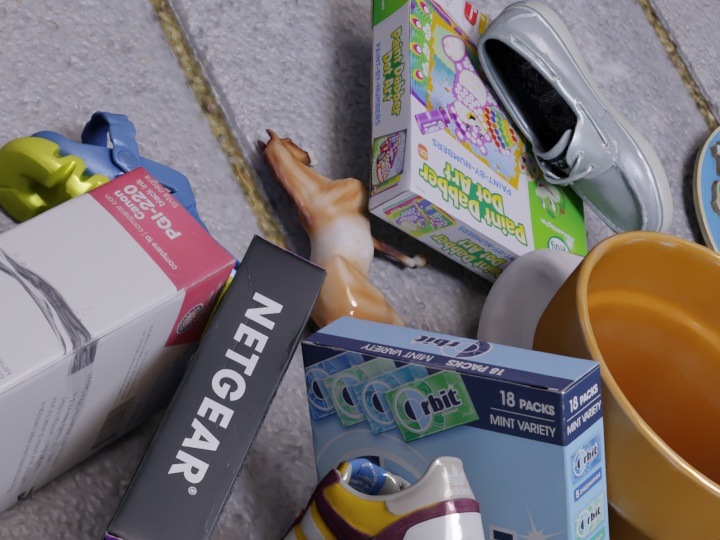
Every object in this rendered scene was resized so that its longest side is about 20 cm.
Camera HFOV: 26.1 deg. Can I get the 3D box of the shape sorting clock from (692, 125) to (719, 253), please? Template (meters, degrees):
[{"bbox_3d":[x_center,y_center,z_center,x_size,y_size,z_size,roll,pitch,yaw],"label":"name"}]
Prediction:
[{"bbox_3d":[0.361,-0.040,1.314,0.198,0.039,0.202,17,56,-26],"label":"shape sorting clock"}]

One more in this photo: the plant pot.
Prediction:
[{"bbox_3d":[0.162,0.112,0.914,0.198,0.184,0.202,21,40,-19],"label":"plant pot"}]

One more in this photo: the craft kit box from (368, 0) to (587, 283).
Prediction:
[{"bbox_3d":[0.086,-0.093,1.122,0.199,0.048,0.200,27,53,-39],"label":"craft kit box"}]

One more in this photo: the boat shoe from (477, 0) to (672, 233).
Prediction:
[{"bbox_3d":[0.148,-0.096,1.117,0.071,0.070,0.202,-38,96,-42],"label":"boat shoe"}]

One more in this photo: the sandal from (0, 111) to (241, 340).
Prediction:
[{"bbox_3d":[-0.124,-0.029,0.952,0.200,0.079,0.087,41,45,-9],"label":"sandal"}]

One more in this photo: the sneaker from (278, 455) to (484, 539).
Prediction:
[{"bbox_3d":[-0.011,0.150,0.839,0.074,0.199,0.091,9,72,-47],"label":"sneaker"}]

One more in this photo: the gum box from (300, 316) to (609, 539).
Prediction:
[{"bbox_3d":[0.054,0.137,0.854,0.044,0.168,0.203,-29,119,-46],"label":"gum box"}]

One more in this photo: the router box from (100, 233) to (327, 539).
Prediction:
[{"bbox_3d":[-0.089,0.101,0.843,0.051,0.150,0.201,25,51,-2],"label":"router box"}]

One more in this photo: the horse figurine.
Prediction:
[{"bbox_3d":[0.000,0.000,1.036,0.131,0.050,0.202,19,51,-34],"label":"horse figurine"}]

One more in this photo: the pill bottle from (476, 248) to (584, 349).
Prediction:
[{"bbox_3d":[0.188,0.059,1.082,0.198,0.116,0.118,14,57,-32],"label":"pill bottle"}]

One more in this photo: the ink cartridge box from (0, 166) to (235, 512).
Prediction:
[{"bbox_3d":[-0.178,0.051,0.814,0.085,0.146,0.199,43,46,14],"label":"ink cartridge box"}]
